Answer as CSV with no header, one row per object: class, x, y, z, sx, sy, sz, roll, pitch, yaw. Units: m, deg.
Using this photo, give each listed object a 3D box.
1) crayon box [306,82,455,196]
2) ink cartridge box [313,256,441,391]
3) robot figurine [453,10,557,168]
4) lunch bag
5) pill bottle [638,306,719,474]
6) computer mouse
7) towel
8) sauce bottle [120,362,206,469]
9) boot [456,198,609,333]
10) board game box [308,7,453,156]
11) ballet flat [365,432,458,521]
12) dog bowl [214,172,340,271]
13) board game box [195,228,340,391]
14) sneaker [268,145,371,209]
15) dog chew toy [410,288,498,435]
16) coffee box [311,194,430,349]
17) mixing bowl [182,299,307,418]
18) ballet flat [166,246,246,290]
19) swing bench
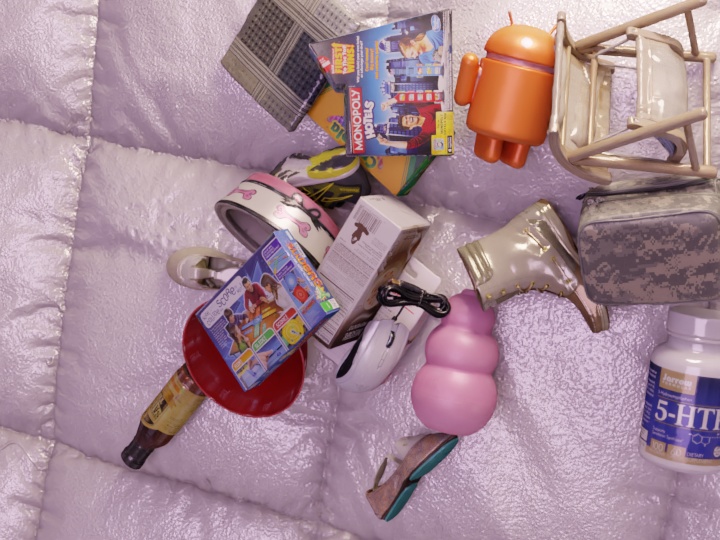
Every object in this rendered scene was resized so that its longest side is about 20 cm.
crayon box,0.024,-0.217,1.707,0.200,0.058,0.119,43,108,12
ink cartridge box,0.034,0.059,1.729,0.116,0.067,0.201,38,109,13
robot figurine,0.209,-0.244,1.601,0.142,0.116,0.203,18,102,22
lunch bag,0.379,-0.052,1.535,0.197,0.168,0.141,-6,117,20
pill bottle,0.437,0.155,1.557,0.118,0.119,0.203,9,99,20
computer mouse,0.035,0.105,1.655,0.201,0.109,0.044,-58,32,23
towel,-0.103,-0.331,1.733,0.200,0.034,0.194,46,112,32
sauce bottle,-0.313,0.236,1.883,0.066,0.066,0.201,42,107,12
boot,0.236,0.022,1.616,0.153,0.072,0.202,-28,79,-5
board game box,0.028,-0.254,1.624,0.197,0.062,0.203,0,87,0
ballet flat,0.066,0.287,1.733,0.067,0.068,0.201,48,120,22
dog bowl,-0.112,-0.062,1.713,0.199,0.201,0.074,32,74,15
board game box,-0.131,0.057,1.629,0.200,0.034,0.136,-42,76,34
sneaker,-0.067,-0.122,1.731,0.198,0.075,0.085,-3,129,46
dog chew toy,0.141,0.127,1.671,0.123,0.124,0.203,11,92,19
coffee box,0.000,0.000,1.639,0.079,0.114,0.201,37,109,17
mixing bowl,-0.156,0.108,1.773,0.197,0.108,0.203,9,116,18
ballet flat,-0.225,0.002,1.823,0.197,0.069,0.071,5,98,21
swing bench,0.345,-0.225,1.500,0.197,0.130,0.201,-3,57,22
